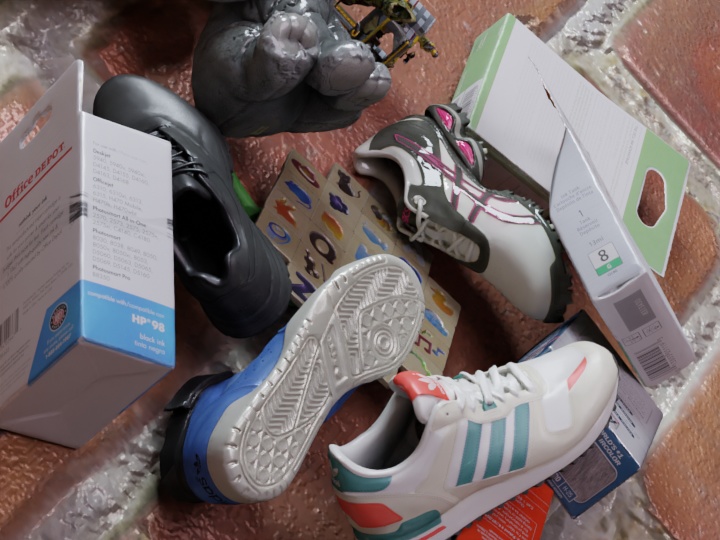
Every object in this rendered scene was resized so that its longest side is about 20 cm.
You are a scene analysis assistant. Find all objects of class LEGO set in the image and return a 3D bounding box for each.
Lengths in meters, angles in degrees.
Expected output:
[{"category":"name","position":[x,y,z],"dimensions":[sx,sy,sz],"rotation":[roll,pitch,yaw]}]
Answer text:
[{"category":"LEGO set","position":[0.024,-0.198,1.563],"dimensions":[0.116,0.200,0.154],"rotation":[46,21,-8]}]

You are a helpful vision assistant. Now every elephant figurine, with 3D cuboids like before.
[{"category":"elephant figurine","position":[-0.056,-0.197,1.460],"dimensions":[0.155,0.142,0.201],"rotation":[-6,73,-18]}]

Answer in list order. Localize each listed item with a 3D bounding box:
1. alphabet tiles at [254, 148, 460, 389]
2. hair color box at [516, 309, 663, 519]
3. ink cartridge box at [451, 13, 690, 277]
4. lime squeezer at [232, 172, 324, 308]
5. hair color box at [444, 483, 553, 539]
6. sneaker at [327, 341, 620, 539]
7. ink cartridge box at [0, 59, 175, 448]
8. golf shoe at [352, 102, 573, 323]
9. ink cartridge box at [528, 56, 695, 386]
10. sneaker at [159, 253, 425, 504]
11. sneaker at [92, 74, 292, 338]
[{"category":"alphabet tiles","position":[0.000,0.000,1.480],"dimensions":[0.166,0.006,0.200],"rotation":[43,26,-11]},{"category":"hair color box","position":[0.148,0.093,1.485],"dimensions":[0.100,0.060,0.200],"rotation":[53,13,3]},{"category":"ink cartridge box","position":[0.161,-0.089,1.698],"dimensions":[0.200,0.048,0.146],"rotation":[38,43,-17]},{"category":"lime squeezer","position":[-0.047,-0.018,1.472],"dimensions":[0.200,0.038,0.071],"rotation":[46,42,-5]},{"category":"hair color box","position":[0.046,0.210,1.346],"dimensions":[0.061,0.101,0.200],"rotation":[39,42,-16]},{"category":"sneaker","position":[0.068,0.091,1.322],"dimensions":[0.070,0.199,0.094],"rotation":[43,-17,55]},{"category":"ink cartridge box","position":[-0.167,-0.011,1.303],"dimensions":[0.067,0.116,0.201],"rotation":[18,52,-31]},{"category":"golf shoe","position":[0.074,-0.030,1.552],"dimensions":[0.088,0.077,0.200],"rotation":[-19,55,-28]},{"category":"ink cartridge box","position":[0.164,-0.033,1.554],"dimensions":[0.200,0.050,0.161],"rotation":[64,8,31]},{"category":"sneaker","position":[-0.049,0.068,1.345],"dimensions":[0.077,0.111,0.200],"rotation":[50,57,-20]},{"category":"sneaker","position":[-0.112,-0.054,1.374],"dimensions":[0.200,0.076,0.091],"rotation":[54,1,24]}]
